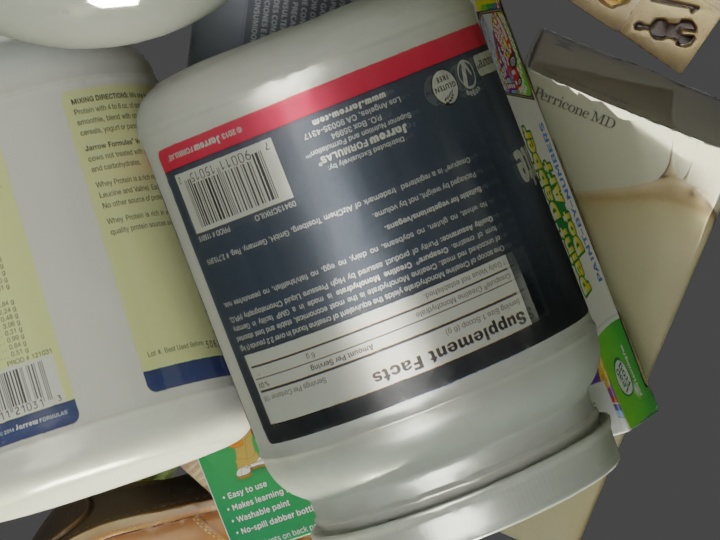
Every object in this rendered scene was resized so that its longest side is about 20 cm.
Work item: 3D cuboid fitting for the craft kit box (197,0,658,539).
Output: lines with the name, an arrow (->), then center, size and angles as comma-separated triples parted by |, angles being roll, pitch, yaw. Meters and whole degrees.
craft kit box -> 0.000, 0.000, 1.248 | 0.199, 0.048, 0.199 | -21, 90, 27

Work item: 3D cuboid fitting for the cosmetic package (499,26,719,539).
cosmetic package -> 0.085, 0.010, 1.285 | 0.103, 0.073, 0.201 | 21, 112, 3

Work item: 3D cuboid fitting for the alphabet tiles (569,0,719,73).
alphabet tiles -> 0.149, -0.190, 1.241 | 0.167, 0.008, 0.201 | 33, 111, -3

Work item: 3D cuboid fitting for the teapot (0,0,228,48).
teapot -> -0.097, -0.160, 1.106 | 0.197, 0.146, 0.200 | -40, 73, -13

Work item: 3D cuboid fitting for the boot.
boot -> -0.071, 0.154, 1.363 | 0.155, 0.074, 0.200 | 44, 113, -11

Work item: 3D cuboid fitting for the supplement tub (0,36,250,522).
supplement tub -> -0.135, -0.009, 1.195 | 0.144, 0.145, 0.201 | -19, 84, 15

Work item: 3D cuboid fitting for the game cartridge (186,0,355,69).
game cartridge -> -0.011, -0.076, 1.293 | 0.132, 0.040, 0.201 | 12, 110, 9

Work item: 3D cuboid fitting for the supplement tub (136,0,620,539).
supplement tub -> 0.009, 0.001, 1.142 | 0.140, 0.140, 0.201 | -20, 93, 16
